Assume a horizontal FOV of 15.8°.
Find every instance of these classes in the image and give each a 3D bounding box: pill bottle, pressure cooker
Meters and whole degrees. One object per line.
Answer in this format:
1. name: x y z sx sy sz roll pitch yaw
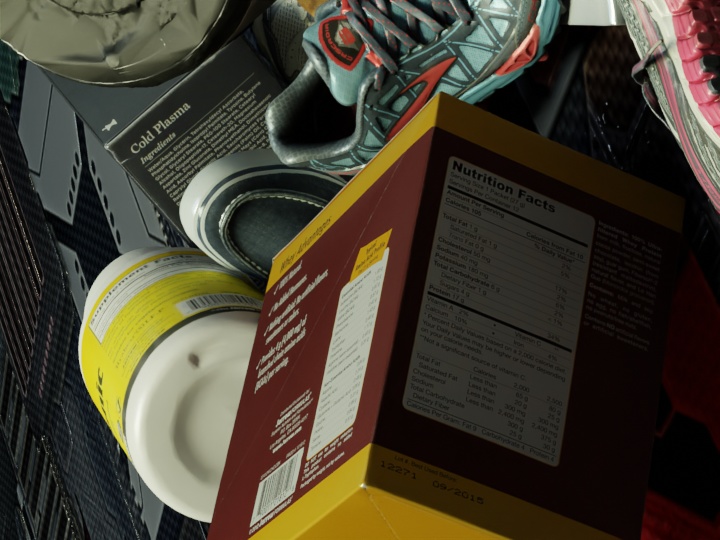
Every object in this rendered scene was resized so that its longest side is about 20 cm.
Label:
1. pill bottle: -0.090 0.051 1.391 0.200 0.110 0.112 -136 39 -67
2. pressure cooker: -0.097 -0.199 1.310 0.178 0.200 0.177 -27 102 28

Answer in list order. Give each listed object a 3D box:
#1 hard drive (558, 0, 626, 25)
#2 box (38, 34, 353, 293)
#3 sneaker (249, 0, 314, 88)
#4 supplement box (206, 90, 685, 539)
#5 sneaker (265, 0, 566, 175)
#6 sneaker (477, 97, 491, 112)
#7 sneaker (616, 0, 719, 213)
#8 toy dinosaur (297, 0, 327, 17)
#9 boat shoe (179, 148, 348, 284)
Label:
1. hard drive: 0.087 -0.217 1.223 0.132 0.026 0.202 -164 66 -68
2. box: -0.093 -0.081 1.558 0.182 0.104 0.200 50 178 -34
3. sneaker: -0.014 -0.175 1.455 0.085 0.077 0.201 46 142 50
4. supplement box: 0.035 0.064 1.199 0.197 0.132 0.201 -43 30 55
5. sneaker: 0.023 -0.107 1.238 0.200 0.095 0.080 -53 57 41
6. sneaker: 0.041 -0.048 1.365 0.200 0.077 0.083 -121 27 -44
7. sneaker: 0.132 -0.112 1.077 0.075 0.080 0.201 114 140 -61
8. toy dinosaur: -0.014 -0.154 1.378 0.200 0.106 0.060 35 167 43
9. boat shoe: 0.000 0.000 1.373 0.071 0.199 0.091 -57 42 14
